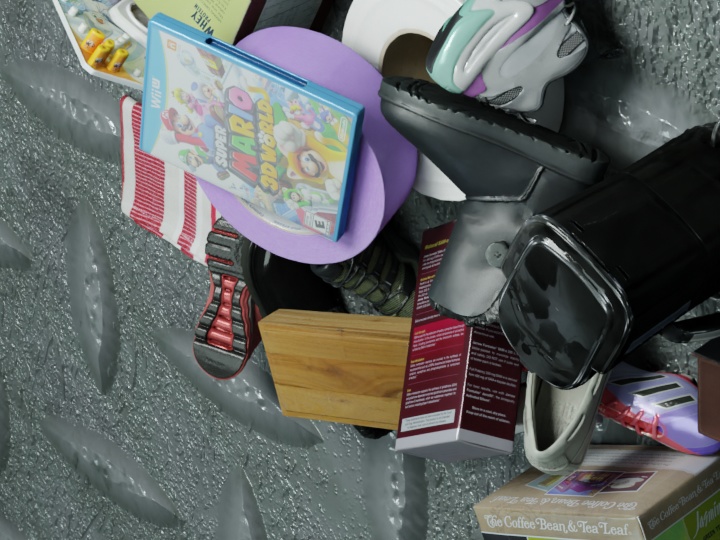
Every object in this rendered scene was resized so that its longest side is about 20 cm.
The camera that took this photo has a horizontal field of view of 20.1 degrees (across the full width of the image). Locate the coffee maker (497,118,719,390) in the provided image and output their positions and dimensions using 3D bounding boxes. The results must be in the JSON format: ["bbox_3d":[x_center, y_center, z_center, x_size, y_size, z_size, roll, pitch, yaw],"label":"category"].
[{"bbox_3d":[0.210,-0.027,1.528,0.134,0.199,0.194,28,131,36],"label":"coffee maker"}]

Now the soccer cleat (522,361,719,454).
[{"bbox_3d":[0.216,0.105,1.705,0.199,0.076,0.067,34,135,33],"label":"soccer cleat"}]

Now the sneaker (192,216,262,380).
[{"bbox_3d":[-0.117,0.006,2.046,0.073,0.087,0.202,21,107,13],"label":"sneaker"}]

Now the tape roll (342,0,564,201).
[{"bbox_3d":[0.075,-0.163,1.713,0.202,0.071,0.204,28,132,36],"label":"tape roll"}]

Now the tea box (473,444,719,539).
[{"bbox_3d":[0.231,0.264,1.738,0.199,0.133,0.198,-3,111,50],"label":"tea box"}]

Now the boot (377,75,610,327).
[{"bbox_3d":[0.083,-0.046,1.618,0.199,0.076,0.169,22,107,3],"label":"boot"}]

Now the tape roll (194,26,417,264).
[{"bbox_3d":[-0.052,-0.106,1.740,0.199,0.066,0.201,18,133,20],"label":"tape roll"}]

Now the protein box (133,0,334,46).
[{"bbox_3d":[-0.115,-0.312,1.791,0.199,0.134,0.201,48,141,16],"label":"protein box"}]

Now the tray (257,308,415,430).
[{"bbox_3d":[-0.005,0.092,1.871,0.199,0.037,0.100,2,114,43],"label":"tray"}]

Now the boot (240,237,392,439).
[{"bbox_3d":[-0.029,0.048,1.955,0.157,0.079,0.213,30,143,45],"label":"boot"}]

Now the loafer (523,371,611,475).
[{"bbox_3d":[0.176,0.067,1.660,0.069,0.202,0.070,7,166,18],"label":"loafer"}]

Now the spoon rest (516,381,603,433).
[{"bbox_3d":[0.135,0.126,1.812,0.199,0.099,0.061,9,98,57],"label":"spoon rest"}]

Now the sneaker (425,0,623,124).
[{"bbox_3d":[0.151,-0.212,1.586,0.201,0.139,0.078,-63,11,7],"label":"sneaker"}]

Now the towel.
[{"bbox_3d":[-0.185,-0.082,2.112,0.199,0.023,0.145,32,133,35],"label":"towel"}]

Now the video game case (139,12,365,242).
[{"bbox_3d":[-0.094,-0.118,1.697,0.199,0.018,0.144,26,136,15],"label":"video game case"}]

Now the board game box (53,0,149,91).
[{"bbox_3d":[-0.194,-0.230,1.854,0.026,0.199,0.201,-49,48,27],"label":"board game box"}]

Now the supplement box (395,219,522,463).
[{"bbox_3d":[0.091,0.058,1.742,0.109,0.060,0.202,-17,62,60],"label":"supplement box"}]

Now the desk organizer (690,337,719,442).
[{"bbox_3d":[0.354,0.112,1.551,0.199,0.071,0.078,23,131,40],"label":"desk organizer"}]

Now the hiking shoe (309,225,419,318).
[{"bbox_3d":[0.000,0.000,1.876,0.201,0.100,0.076,60,144,3],"label":"hiking shoe"}]
